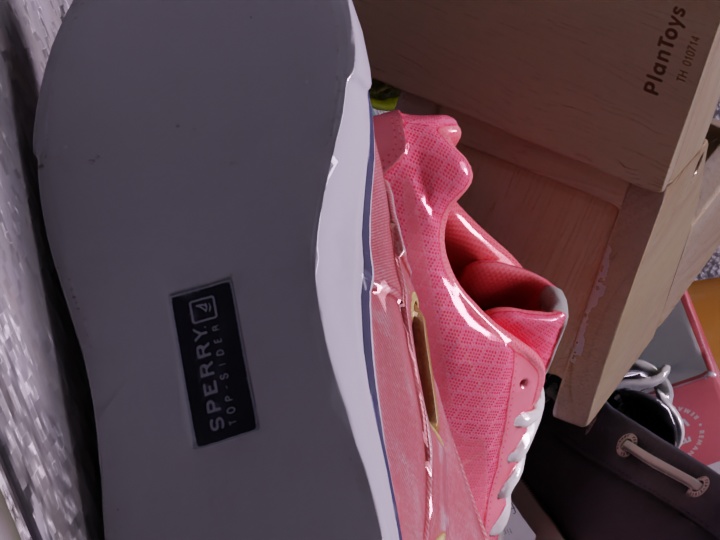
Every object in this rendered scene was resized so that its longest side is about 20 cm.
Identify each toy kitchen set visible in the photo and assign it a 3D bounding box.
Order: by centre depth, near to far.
[{"bbox_3d":[0.044,-0.099,0.741,0.180,0.163,0.200,-41,151,-62],"label":"toy kitchen set"}]

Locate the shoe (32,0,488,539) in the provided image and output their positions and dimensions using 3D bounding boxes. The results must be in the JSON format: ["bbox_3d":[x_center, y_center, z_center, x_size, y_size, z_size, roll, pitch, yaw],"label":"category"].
[{"bbox_3d":[-0.017,0.021,0.528,0.091,0.071,0.200,62,16,-55],"label":"shoe"}]

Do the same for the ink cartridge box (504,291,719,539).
[{"bbox_3d":[0.103,0.113,0.965,0.068,0.116,0.200,-101,168,-55],"label":"ink cartridge box"}]

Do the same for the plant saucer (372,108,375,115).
[{"bbox_3d":[0.000,0.000,0.827,0.200,0.036,0.200,-20,90,-83],"label":"plant saucer"}]

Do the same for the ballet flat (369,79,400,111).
[{"bbox_3d":[-0.013,-0.138,0.985,0.200,0.067,0.067,65,11,-47],"label":"ballet flat"}]

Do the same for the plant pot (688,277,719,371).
[{"bbox_3d":[0.149,0.085,1.114,0.200,0.183,0.200,-20,90,-83],"label":"plant pot"}]

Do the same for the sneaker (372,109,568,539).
[{"bbox_3d":[0.020,0.040,0.663,0.074,0.087,0.200,-100,169,-50],"label":"sneaker"}]

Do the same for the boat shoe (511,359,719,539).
[{"bbox_3d":[0.082,0.062,0.757,0.073,0.063,0.200,43,7,-17],"label":"boat shoe"}]
